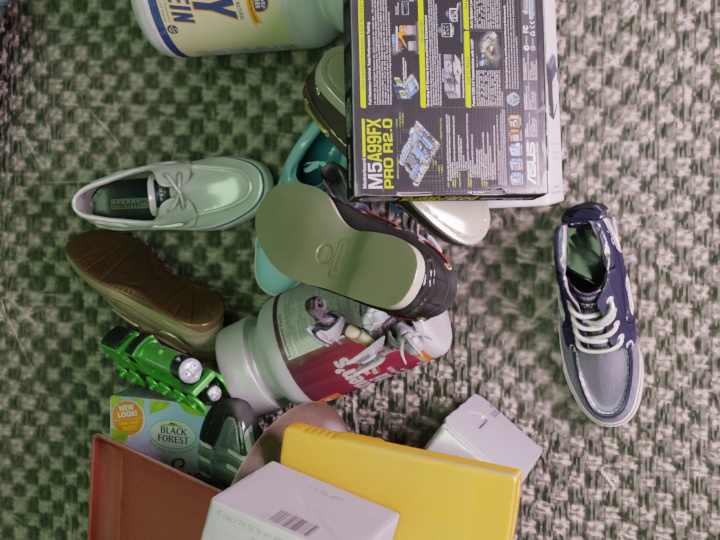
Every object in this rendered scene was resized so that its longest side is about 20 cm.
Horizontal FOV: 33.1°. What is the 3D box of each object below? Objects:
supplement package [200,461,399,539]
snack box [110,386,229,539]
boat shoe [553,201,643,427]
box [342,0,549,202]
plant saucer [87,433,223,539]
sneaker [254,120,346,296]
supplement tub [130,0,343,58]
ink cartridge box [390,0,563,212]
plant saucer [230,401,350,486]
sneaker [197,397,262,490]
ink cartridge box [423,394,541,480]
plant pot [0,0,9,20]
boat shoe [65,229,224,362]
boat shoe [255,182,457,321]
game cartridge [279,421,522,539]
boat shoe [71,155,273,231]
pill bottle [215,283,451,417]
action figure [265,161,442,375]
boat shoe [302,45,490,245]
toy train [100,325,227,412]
[{"bbox_3d":[-0.066,0.274,0.943,0.120,0.120,0.201,19,101,16],"label":"supplement package"},{"bbox_3d":[-0.177,0.224,1.203,0.141,0.053,0.202,4,97,16],"label":"snack box"},{"bbox_3d":[0.200,0.043,1.052,0.074,0.093,0.202,-10,92,17],"label":"boat shoe"},{"bbox_3d":[0.067,-0.157,0.971,0.159,0.044,0.202,-2,88,-7],"label":"box"},{"bbox_3d":[-0.181,0.269,1.131,0.199,0.037,0.201,14,104,39],"label":"plant saucer"},{"bbox_3d":[-0.056,-0.066,1.126,0.074,0.082,0.201,26,102,14],"label":"sneaker"},{"bbox_3d":[-0.093,-0.269,1.086,0.198,0.145,0.146,-1,94,17],"label":"supplement tub"},{"bbox_3d":[0.098,-0.155,1.070,0.144,0.084,0.202,-2,95,18],"label":"ink cartridge box"},{"bbox_3d":[-0.056,0.218,1.089,0.032,0.200,0.202,16,100,31],"label":"plant saucer"},{"bbox_3d":[-0.086,0.199,1.143,0.075,0.115,0.202,21,119,43],"label":"sneaker"},{"bbox_3d":[0.061,0.222,1.075,0.084,0.145,0.200,39,104,11],"label":"ink cartridge box"},{"bbox_3d":[-0.452,-0.180,1.188,0.199,0.200,0.198,12,106,15],"label":"plant pot"},{"bbox_3d":[-0.215,0.026,1.186,0.199,0.071,0.065,32,138,29],"label":"boat shoe"},{"bbox_3d":[-0.009,-0.014,0.961,0.201,0.063,0.074,26,94,42],"label":"boat shoe"},{"bbox_3d":[0.023,0.228,0.989,0.199,0.032,0.178,10,98,19],"label":"game cartridge"},{"bbox_3d":[-0.183,-0.069,1.171,0.199,0.065,0.074,-11,87,18],"label":"boat shoe"},{"bbox_3d":[-0.026,0.060,1.113,0.199,0.109,0.110,-24,88,18],"label":"pill bottle"},{"bbox_3d":[0.000,0.000,1.020,0.130,0.069,0.200,-34,58,0],"label":"action figure"},{"bbox_3d":[0.029,-0.097,1.022,0.200,0.072,0.059,47,149,-4],"label":"boat shoe"},{"bbox_3d":[-0.189,0.088,1.143,0.042,0.199,0.057,-46,118,-21],"label":"toy train"}]
